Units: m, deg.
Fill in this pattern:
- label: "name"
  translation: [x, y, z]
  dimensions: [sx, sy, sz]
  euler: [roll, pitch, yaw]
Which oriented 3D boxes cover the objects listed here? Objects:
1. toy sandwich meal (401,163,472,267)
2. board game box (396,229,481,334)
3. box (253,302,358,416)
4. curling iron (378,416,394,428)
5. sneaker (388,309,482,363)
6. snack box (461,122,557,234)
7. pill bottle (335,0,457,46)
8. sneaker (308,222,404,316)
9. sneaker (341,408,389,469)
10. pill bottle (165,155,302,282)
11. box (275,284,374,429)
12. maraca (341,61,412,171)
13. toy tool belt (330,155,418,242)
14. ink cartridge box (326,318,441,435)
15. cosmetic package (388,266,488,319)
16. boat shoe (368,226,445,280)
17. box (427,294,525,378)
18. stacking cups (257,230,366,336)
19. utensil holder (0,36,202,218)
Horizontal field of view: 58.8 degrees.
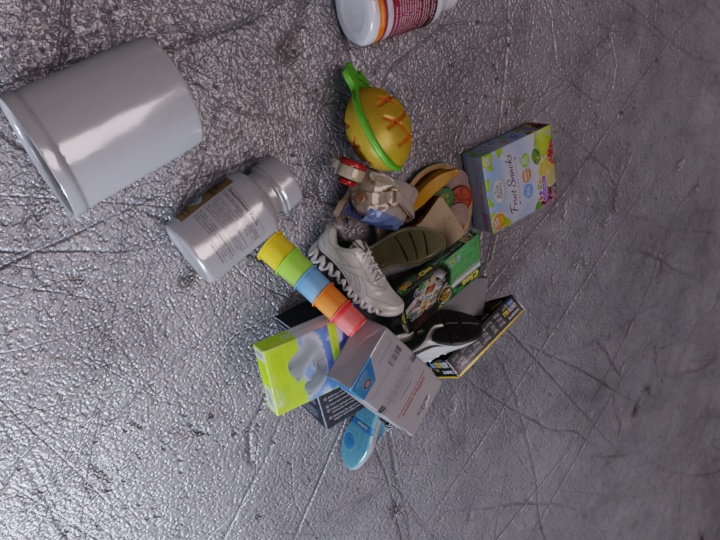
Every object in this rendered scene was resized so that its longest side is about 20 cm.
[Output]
- label: "toy sandwich meal"
  translation: [0.158, -0.109, 1.251]
  dimensions: [0.203, 0.070, 0.208]
  euler: [-10, 109, -31]
- label: "board game box"
  translation: [0.146, 0.020, 1.161]
  dimensions: [0.199, 0.023, 0.106]
  euler: [-36, 134, -25]
- label: "box"
  translation: [-0.069, 0.142, 1.054]
  dimensions: [0.198, 0.047, 0.124]
  euler: [-21, 115, -27]
- label: "curling iron"
  translation: [0.039, 0.195, 1.150]
  dimensions: [0.049, 0.026, 0.203]
  euler: [-11, 110, 9]
- label: "sneaker"
  translation: [0.129, 0.143, 1.213]
  dimensions: [0.198, 0.076, 0.116]
  euler: [-10, 145, -12]
- label: "snack box"
  translation: [0.316, -0.195, 1.335]
  dimensions: [0.198, 0.067, 0.171]
  euler: [-27, 118, -23]
- label: "pill bottle"
  translation: [0.066, -0.456, 1.066]
  dimensions: [0.198, 0.113, 0.114]
  euler: [-26, 116, -25]
- label: "sneaker"
  translation: [0.000, 0.000, 1.090]
  dimensions: [0.081, 0.199, 0.075]
  euler: [-55, 167, 27]
- label: "sneaker"
  translation: [0.046, 0.312, 1.293]
  dimensions: [0.130, 0.079, 0.202]
  euler: [12, 107, -45]
- label: "pill bottle"
  translation: [-0.192, -0.086, 0.996]
  dimensions: [0.200, 0.114, 0.115]
  euler: [-41, 122, -17]
- label: "box"
  translation: [-0.048, 0.155, 1.165]
  dimensions: [0.147, 0.107, 0.203]
  euler: [-25, 116, -25]
- label: "maraca"
  translation: [0.022, -0.257, 1.072]
  dimensions: [0.137, 0.106, 0.202]
  euler: [11, 55, -67]
- label: "toy tool belt"
  translation: [0.013, -0.114, 1.117]
  dimensions: [0.199, 0.124, 0.124]
  euler: [10, 104, -55]
- label: "ink cartridge box"
  translation: [0.045, 0.183, 1.075]
  dimensions: [0.200, 0.066, 0.117]
  euler: [46, 70, -41]
- label: "cosmetic package"
  translation: [0.146, 0.043, 1.265]
  dimensions: [0.198, 0.106, 0.092]
  euler: [2, 103, -32]
- label: "boat shoe"
  translation: [0.059, -0.025, 1.177]
  dimensions: [0.197, 0.068, 0.076]
  euler: [-16, 76, 1]
- label: "box"
  translation: [0.225, 0.138, 1.311]
  dimensions: [0.200, 0.160, 0.049]
  euler: [-42, 94, -18]
- label: "stacking cups"
  translation: [-0.072, 0.021, 1.018]
  dimensions: [0.199, 0.061, 0.061]
  euler: [40, 78, 8]
- label: "utensil holder"
  translation: [-0.335, -0.194, 0.843]
  dimensions: [0.199, 0.169, 0.172]
  euler: [-36, 120, -23]
